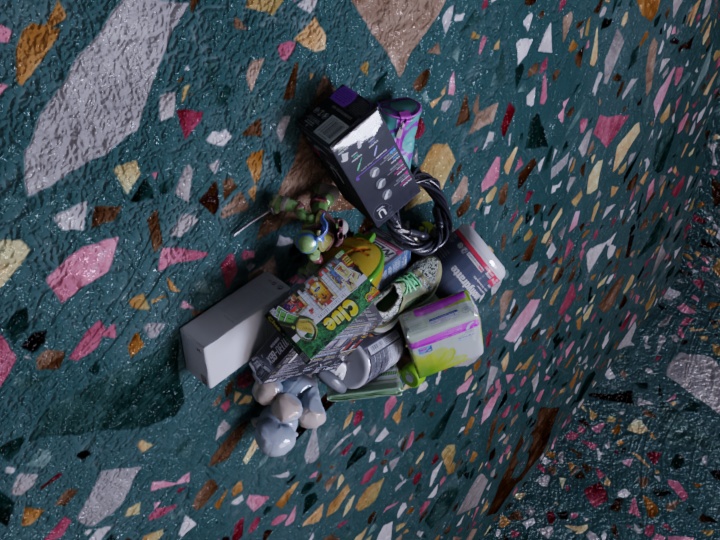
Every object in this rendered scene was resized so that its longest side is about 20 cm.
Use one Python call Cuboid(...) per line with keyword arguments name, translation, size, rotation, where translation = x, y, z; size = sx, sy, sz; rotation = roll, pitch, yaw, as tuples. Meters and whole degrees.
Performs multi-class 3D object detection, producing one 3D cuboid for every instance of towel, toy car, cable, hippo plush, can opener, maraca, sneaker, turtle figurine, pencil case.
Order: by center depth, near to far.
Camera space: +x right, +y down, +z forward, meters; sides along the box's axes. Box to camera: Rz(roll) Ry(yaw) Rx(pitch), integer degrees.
Cuboid(name="turtle figurine", translation=(-0.107, -0.067, 1.457), size=(0.200, 0.144, 0.194), rotation=(-44, -177, 30))
Cuboid(name="maraca", translation=(-0.020, -0.012, 1.560), size=(0.136, 0.201, 0.108), rotation=(-20, 118, 8))
Cuboid(name="pencil case", translation=(0.060, -0.218, 1.588), size=(0.093, 0.084, 0.202), rotation=(-96, -170, -57))
Cuboid(name="can opener", translation=(-0.106, 0.165, 1.598), size=(0.199, 0.066, 0.053), rotation=(30, 86, -21))
Cuboid(name="hippo plush", translation=(-0.163, 0.261, 1.644), size=(0.161, 0.158, 0.201), rotation=(-55, -163, 26))
Cuboid(name="sneaker", translation=(0.086, 0.040, 1.660), size=(0.200, 0.077, 0.089), rotation=(-44, 163, -12))
Cuboid(name="cable", translation=(0.123, -0.122, 1.712), size=(0.200, 0.163, 0.051), rotation=(-41, 179, -44))
Cuboid(name="towel", translation=(0.007, 0.221, 1.749), size=(0.200, 0.151, 0.024), rotation=(-97, -178, -76))
Cuboid(name="sneaker", translation=(0.184, -0.064, 1.901), size=(0.200, 0.080, 0.075), rotation=(-12, 126, -65))
Cuboid(name="toy car", translation=(0.106, 0.138, 1.953), size=(0.164, 0.157, 0.202), rotation=(-37, 114, -40))

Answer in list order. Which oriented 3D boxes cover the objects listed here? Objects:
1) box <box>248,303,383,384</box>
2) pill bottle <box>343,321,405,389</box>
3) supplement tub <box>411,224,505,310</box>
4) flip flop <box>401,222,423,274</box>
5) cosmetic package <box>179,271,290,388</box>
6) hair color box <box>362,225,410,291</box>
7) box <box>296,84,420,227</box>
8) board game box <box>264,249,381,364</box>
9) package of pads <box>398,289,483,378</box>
Cuboid(name="box", translation=(-0.076, 0.124, 1.496), size=(0.199, 0.050, 0.158), rotation=(-5, 145, -48))
Cuboid(name="pill bottle", translation=(0.023, 0.158, 1.727), size=(0.200, 0.106, 0.107), rotation=(-25, 135, -56))
Cuboid(name="supplement tub", translation=(0.187, 0.015, 1.766), size=(0.200, 0.141, 0.140), rotation=(-40, 150, 7))
Cuboid(name="flip flop", translation=(0.097, -0.029, 1.829), size=(0.057, 0.081, 0.201), rotation=(-32, 147, -16))
Cuboid(name="cosmetic package", translation=(-0.210, 0.099, 1.468), size=(0.199, 0.074, 0.102), rotation=(-34, 141, -34))
Cuboid(name="hair color box", translation=(0.000, 0.000, 1.670), size=(0.200, 0.100, 0.061), rotation=(-38, 144, -34))
Cuboid(name="box", translation=(-0.001, -0.192, 1.440), size=(0.106, 0.122, 0.200), rotation=(-40, 134, -6))
Cuboid(name="board game box", translation=(-0.058, 0.056, 1.401), size=(0.200, 0.105, 0.023), rotation=(-42, -179, -40))
Cuboid(name="package of pads", translation=(0.167, 0.128, 1.709), size=(0.153, 0.069, 0.201), rotation=(-20, 148, -1))
